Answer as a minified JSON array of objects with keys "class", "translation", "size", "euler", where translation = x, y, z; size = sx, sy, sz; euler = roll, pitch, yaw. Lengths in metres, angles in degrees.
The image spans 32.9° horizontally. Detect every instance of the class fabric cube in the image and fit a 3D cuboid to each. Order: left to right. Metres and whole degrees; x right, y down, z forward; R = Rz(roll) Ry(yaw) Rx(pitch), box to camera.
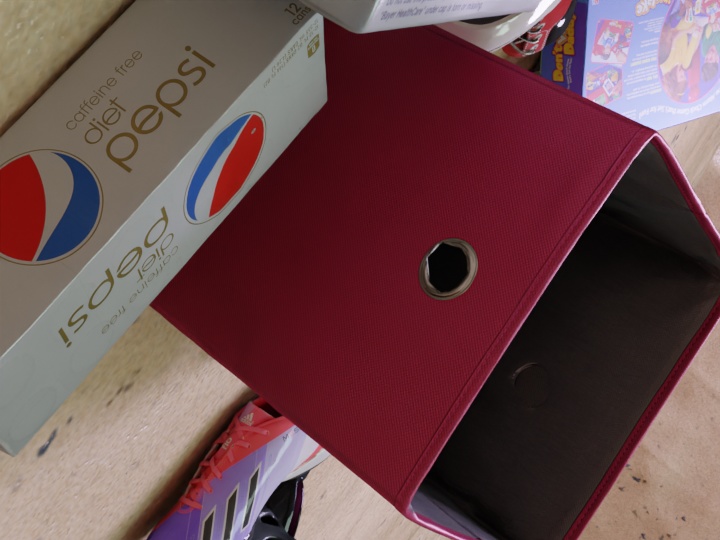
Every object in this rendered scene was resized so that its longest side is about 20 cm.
[{"class":"fabric cube","translation":[0.045,0.008,0.631],"size":[0.197,0.199,0.200],"euler":[-55,146,-2]}]

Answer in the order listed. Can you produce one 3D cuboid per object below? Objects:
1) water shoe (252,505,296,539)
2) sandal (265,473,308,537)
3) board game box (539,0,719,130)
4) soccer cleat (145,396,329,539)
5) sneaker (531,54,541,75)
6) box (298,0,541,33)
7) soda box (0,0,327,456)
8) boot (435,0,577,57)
[{"class":"water shoe","translation":[-0.115,0.227,0.883],"size":[0.200,0.079,0.072],"euler":[-35,153,-53]},{"class":"sandal","translation":[-0.067,0.198,1.024],"size":[0.201,0.048,0.075],"euler":[-54,164,-12]},{"class":"board game box","translation":[0.228,-0.181,0.977],"size":[0.198,0.045,0.136],"euler":[-18,119,-35]},{"class":"soccer cleat","translation":[-0.085,0.136,0.854],"size":[0.200,0.068,0.074],"euler":[-41,135,-34]},{"class":"sneaker","translation":[0.184,-0.146,1.041],"size":[0.201,0.088,0.074],"euler":[-58,163,1]},{"class":"box","translation":[0.040,-0.206,0.461],"size":[0.184,0.104,0.201],"euler":[-26,147,-60]},{"class":"soda box","translation":[-0.096,-0.032,0.471],"size":[0.200,0.063,0.068],"euler":[-50,164,-19]},{"class":"boot","translation":[0.097,-0.165,0.782],"size":[0.200,0.072,0.145],"euler":[-50,165,-34]}]
